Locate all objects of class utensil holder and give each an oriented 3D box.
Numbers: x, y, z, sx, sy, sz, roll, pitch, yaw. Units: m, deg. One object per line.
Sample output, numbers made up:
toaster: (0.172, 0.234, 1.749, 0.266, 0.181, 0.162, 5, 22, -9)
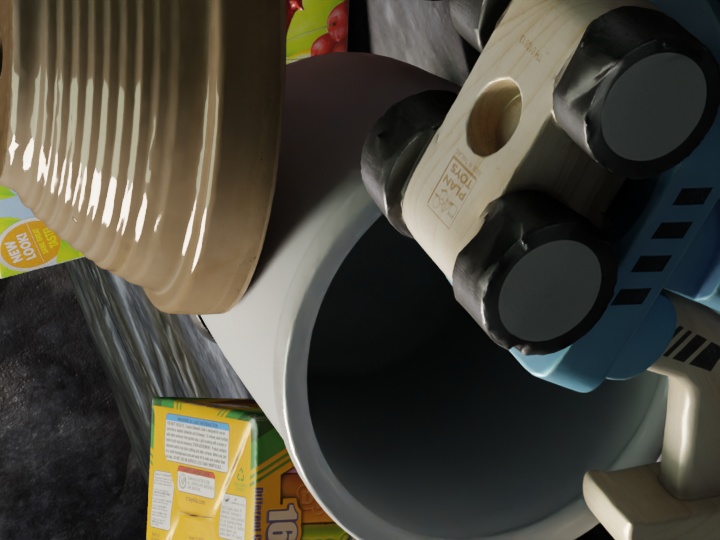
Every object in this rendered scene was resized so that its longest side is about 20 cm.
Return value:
utensil holder: (0.019, 0.004, 0.812, 0.200, 0.169, 0.171, -138, 27, -64)

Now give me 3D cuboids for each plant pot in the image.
plant pot: (-0.096, -0.084, 0.767, 0.201, 0.092, 0.203, -179, 90, -73)

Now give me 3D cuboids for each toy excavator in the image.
toy excavator: (0.097, 0.006, 0.675, 0.195, 0.199, 0.100, -60, 35, 15)

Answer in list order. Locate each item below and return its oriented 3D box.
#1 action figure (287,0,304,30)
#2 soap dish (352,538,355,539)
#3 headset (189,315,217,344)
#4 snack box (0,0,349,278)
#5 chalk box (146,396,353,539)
action figure: (-0.074, -0.181, 0.933, 0.199, 0.100, 0.065, 23, 170, 34)
soap dish: (0.081, 0.205, 0.988, 0.199, 0.081, 0.158, 29, 143, 39)
headset: (-0.051, -0.014, 1.139, 0.200, 0.094, 0.124, 43, 142, 0)
snack box: (-0.108, -0.096, 1.020, 0.169, 0.198, 0.068, 92, 158, -46)
chalk box: (-0.012, 0.140, 1.155, 0.124, 0.199, 0.125, 1, 89, 55)
